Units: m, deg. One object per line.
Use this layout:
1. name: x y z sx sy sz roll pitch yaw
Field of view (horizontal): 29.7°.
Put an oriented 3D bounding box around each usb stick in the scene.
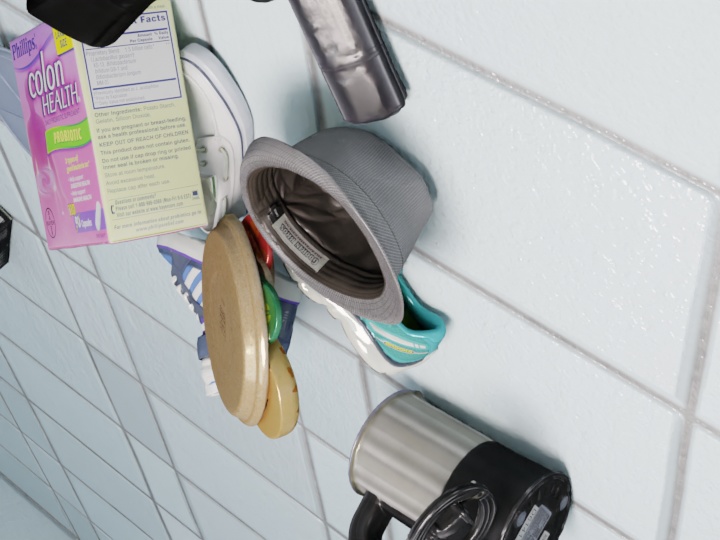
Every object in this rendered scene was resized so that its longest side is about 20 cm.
1. usb stick: -0.023 -0.191 0.968 0.055 0.033 0.201 -11 126 22

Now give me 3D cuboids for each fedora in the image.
1. fedora: -0.008 -0.051 1.097 0.199 0.090 0.178 14 139 54

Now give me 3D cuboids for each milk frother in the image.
1. milk frother: 0.065 0.198 1.247 0.187 0.181 0.201 25 152 35

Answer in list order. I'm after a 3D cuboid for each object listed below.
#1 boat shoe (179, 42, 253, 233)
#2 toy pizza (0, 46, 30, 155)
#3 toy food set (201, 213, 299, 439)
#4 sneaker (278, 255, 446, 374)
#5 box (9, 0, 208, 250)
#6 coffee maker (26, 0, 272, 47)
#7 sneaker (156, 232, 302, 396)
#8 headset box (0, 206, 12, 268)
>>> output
1. boat shoe: -0.138 -0.110 1.237 0.073 0.067 0.201 27 149 33
2. toy pizza: -0.346 -0.170 1.513 0.199 0.032 0.201 34 152 21
3. toy food set: -0.104 0.043 1.240 0.200 0.048 0.201 -148 54 -68
4. sneaker: 0.000 0.000 1.210 0.200 0.078 0.079 47 133 -8
5. box: -0.230 -0.127 1.221 0.175 0.096 0.203 -1 99 60
6. coffee maker: -0.175 -0.243 1.021 0.193 0.135 0.199 51 155 -13
7. sneaker: -0.157 0.051 1.403 0.199 0.148 0.080 23 -176 32
8. headset box: -0.601 -0.015 1.970 0.093 0.174 0.200 43 156 2
